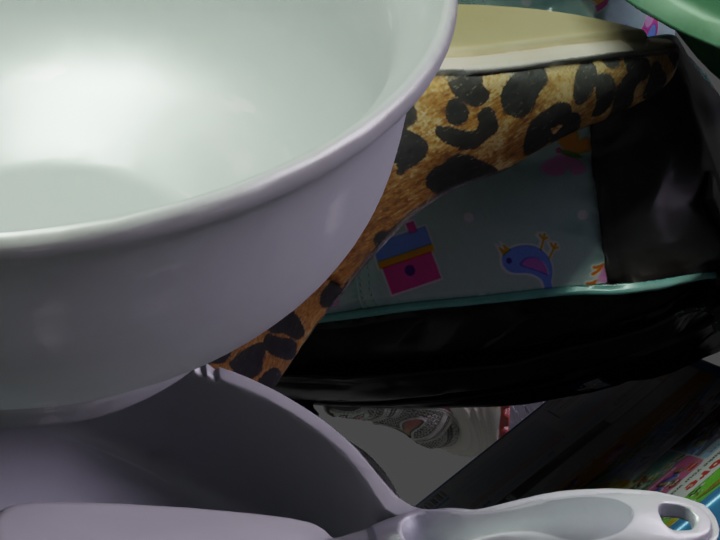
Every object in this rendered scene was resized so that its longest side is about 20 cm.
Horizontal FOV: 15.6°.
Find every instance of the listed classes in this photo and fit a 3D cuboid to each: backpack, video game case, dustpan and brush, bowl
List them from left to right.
[{"bbox_3d":[-0.078,-0.027,0.605,0.201,0.201,0.090,-95,-177,-55],"label":"bowl"},{"bbox_3d":[-0.017,0.069,0.598,0.057,0.200,0.140,114,-28,-46],"label":"dustpan and brush"},{"bbox_3d":[0.024,-0.026,0.876,0.176,0.200,0.153,11,65,-73],"label":"backpack"},{"bbox_3d":[0.070,0.082,0.881,0.018,0.143,0.200,53,-6,-11],"label":"video game case"}]

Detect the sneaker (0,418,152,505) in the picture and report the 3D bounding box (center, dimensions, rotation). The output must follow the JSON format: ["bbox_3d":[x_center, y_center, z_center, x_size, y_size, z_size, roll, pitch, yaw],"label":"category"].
[{"bbox_3d":[-0.072,0.084,0.670,0.082,0.070,0.200,92,-20,-62],"label":"sneaker"}]

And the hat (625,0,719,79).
[{"bbox_3d":[0.139,-0.050,0.804,0.166,0.200,0.176,40,-39,32],"label":"hat"}]

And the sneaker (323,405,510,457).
[{"bbox_3d":[0.020,0.029,1.061,0.200,0.082,0.078,81,7,-75],"label":"sneaker"}]

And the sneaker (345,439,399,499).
[{"bbox_3d":[-0.007,0.147,0.805,0.200,0.073,0.114,-107,-175,-49],"label":"sneaker"}]

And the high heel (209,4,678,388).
[{"bbox_3d":[0.000,0.000,0.764,0.071,0.200,0.143,-132,-145,-65],"label":"high heel"}]
